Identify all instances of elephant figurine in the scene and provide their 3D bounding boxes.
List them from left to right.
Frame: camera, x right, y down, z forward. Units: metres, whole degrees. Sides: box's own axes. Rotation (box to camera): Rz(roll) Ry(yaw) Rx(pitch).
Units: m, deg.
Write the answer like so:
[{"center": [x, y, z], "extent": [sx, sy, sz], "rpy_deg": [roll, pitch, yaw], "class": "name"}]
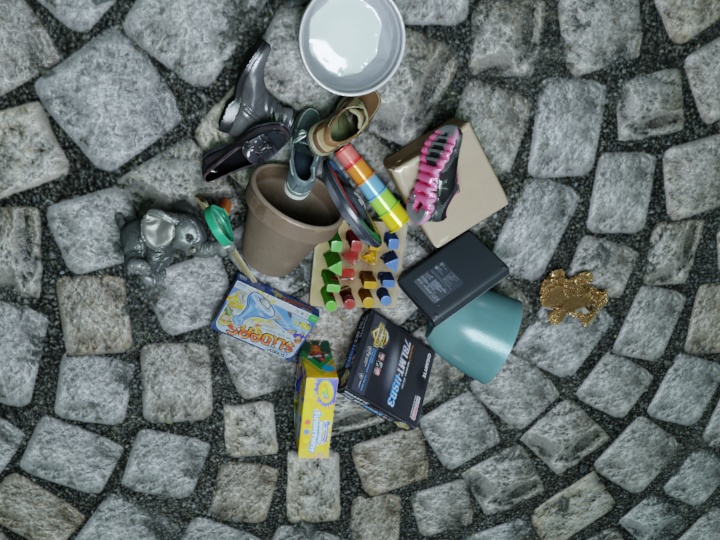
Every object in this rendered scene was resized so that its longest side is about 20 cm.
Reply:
[{"center": [-0.364, -0.072, 1.371], "extent": [0.199, 0.142, 0.155], "rpy_deg": [-33, 130, 19], "class": "elephant figurine"}]

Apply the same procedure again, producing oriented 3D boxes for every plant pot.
[{"center": [-0.156, -0.085, 1.395], "extent": [0.199, 0.201, 0.175], "rpy_deg": [22, 123, -18], "class": "plant pot"}, {"center": [0.237, 0.125, 1.541], "extent": [0.160, 0.201, 0.202], "rpy_deg": [24, 107, -2], "class": "plant pot"}]

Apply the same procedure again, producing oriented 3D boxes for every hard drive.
[{"center": [0.197, 0.013, 1.493], "extent": [0.199, 0.140, 0.033], "rpy_deg": [-34, 142, -9], "class": "hard drive"}]

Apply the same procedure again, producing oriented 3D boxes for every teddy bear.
[{"center": [0.492, 0.062, 1.636], "extent": [0.198, 0.067, 0.146], "rpy_deg": [4, 120, -19], "class": "teddy bear"}]

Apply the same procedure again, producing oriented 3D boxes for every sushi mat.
[{"center": [-0.272, -0.065, 1.419], "extent": [0.012, 0.096, 0.201], "rpy_deg": [-34, 115, -11], "class": "sushi mat"}]

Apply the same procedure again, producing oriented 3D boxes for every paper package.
[{"center": [0.176, -0.184, 1.449], "extent": [0.190, 0.104, 0.201], "rpy_deg": [-31, 113, 3], "class": "paper package"}]

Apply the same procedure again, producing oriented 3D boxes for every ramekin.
[{"center": [-0.022, -0.435, 1.309], "extent": [0.198, 0.105, 0.202], "rpy_deg": [-4, 113, -9], "class": "ramekin"}]

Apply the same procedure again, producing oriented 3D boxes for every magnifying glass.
[{"center": [-0.265, -0.103, 1.345], "extent": [0.022, 0.200, 0.080], "rpy_deg": [-29, 111, 3], "class": "magnifying glass"}]

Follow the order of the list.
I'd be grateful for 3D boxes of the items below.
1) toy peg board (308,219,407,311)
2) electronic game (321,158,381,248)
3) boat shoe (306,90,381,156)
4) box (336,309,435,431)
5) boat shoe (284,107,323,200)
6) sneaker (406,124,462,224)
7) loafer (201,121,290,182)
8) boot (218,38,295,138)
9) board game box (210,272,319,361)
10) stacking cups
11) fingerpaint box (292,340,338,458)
[{"center": [0.000, 0.000, 1.494], "extent": [0.197, 0.098, 0.202], "rpy_deg": [3, 112, -11], "class": "toy peg board"}, {"center": [-0.016, -0.132, 1.380], "extent": [0.041, 0.200, 0.201], "rpy_deg": [-31, 114, 9], "class": "electronic game"}, {"center": [-0.017, -0.284, 1.337], "extent": [0.200, 0.073, 0.076], "rpy_deg": [-49, 117, -33], "class": "boat shoe"}, {"center": [0.062, 0.222, 1.554], "extent": [0.198, 0.201, 0.050], "rpy_deg": [33, 146, -19], "class": "box"}, {"center": [-0.101, -0.234, 1.342], "extent": [0.072, 0.062, 0.202], "rpy_deg": [15, 66, -13], "class": "boat shoe"}, {"center": [0.160, -0.183, 1.362], "extent": [0.095, 0.079, 0.202], "rpy_deg": [5, 113, -36], "class": "sneaker"}, {"center": [-0.220, -0.219, 1.346], "extent": [0.198, 0.063, 0.072], "rpy_deg": [-18, 136, 23], "class": "loafer"}, {"center": [-0.180, -0.331, 1.349], "extent": [0.131, 0.070, 0.201], "rpy_deg": [20, 119, -20], "class": "boot"}, {"center": [-0.207, 0.104, 1.522], "extent": [0.199, 0.035, 0.136], "rpy_deg": [25, 114, -19], "class": "board game box"}, {"center": [0.020, -0.168, 1.436], "extent": [0.060, 0.061, 0.200], "rpy_deg": [-40, 102, 7], "class": "stacking cups"}, {"center": [-0.104, 0.282, 1.551], "extent": [0.073, 0.167, 0.202], "rpy_deg": [3, 112, -11], "class": "fingerpaint box"}]
